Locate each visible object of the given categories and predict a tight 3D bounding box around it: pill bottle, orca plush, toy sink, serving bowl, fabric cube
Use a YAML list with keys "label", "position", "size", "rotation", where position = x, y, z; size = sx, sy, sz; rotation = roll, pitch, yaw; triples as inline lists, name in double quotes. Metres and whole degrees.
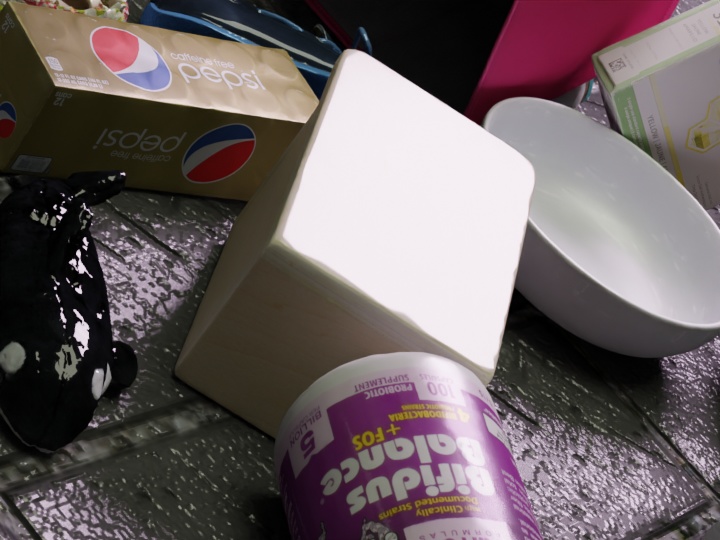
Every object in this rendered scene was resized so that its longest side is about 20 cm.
- label: "pill bottle"
  position: [0.031, 0.141, 1.032]
  size: [0.112, 0.113, 0.201]
  rotation: [19, 34, -31]
- label: "orca plush"
  position: [-0.134, -0.004, 1.094]
  size: [0.105, 0.071, 0.200]
  rotation: [32, 29, -10]
- label: "toy sink"
  position: [0.000, 0.000, 1.200]
  size: [0.130, 0.112, 0.201]
  rotation: [32, 34, -11]
- label: "serving bowl"
  position: [0.141, -0.016, 1.427]
  size: [0.199, 0.066, 0.201]
  rotation: [28, 30, -18]
- label: "fabric cube"
  position: [0.092, -0.235, 1.484]
  size: [0.199, 0.197, 0.200]
  rotation: [-28, 67, -31]

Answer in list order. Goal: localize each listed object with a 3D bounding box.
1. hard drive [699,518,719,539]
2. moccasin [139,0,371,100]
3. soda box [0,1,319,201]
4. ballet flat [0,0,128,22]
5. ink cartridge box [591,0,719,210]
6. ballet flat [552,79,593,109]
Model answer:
- label: "hard drive"
  position: [0.296, 0.206, 1.326]
  size: [0.200, 0.026, 0.132]
  rotation: [48, 30, 16]
- label: "moccasin"
  position: [-0.032, -0.121, 1.362]
  size: [0.199, 0.081, 0.068]
  rotation: [32, 40, -13]
- label: "soda box"
  position: [-0.113, -0.088, 1.246]
  size: [0.199, 0.064, 0.068]
  rotation: [6, 42, -45]
- label: "ballet flat"
  position: [-0.209, -0.178, 1.268]
  size: [0.199, 0.064, 0.076]
  rotation: [35, 27, -5]
- label: "ink cartridge box"
  position: [0.262, -0.124, 1.536]
  size: [0.146, 0.199, 0.048]
  rotation: [66, 0, -46]
- label: "ballet flat"
  position: [0.110, -0.181, 1.640]
  size: [0.069, 0.070, 0.201]
  rotation: [20, 33, -29]
